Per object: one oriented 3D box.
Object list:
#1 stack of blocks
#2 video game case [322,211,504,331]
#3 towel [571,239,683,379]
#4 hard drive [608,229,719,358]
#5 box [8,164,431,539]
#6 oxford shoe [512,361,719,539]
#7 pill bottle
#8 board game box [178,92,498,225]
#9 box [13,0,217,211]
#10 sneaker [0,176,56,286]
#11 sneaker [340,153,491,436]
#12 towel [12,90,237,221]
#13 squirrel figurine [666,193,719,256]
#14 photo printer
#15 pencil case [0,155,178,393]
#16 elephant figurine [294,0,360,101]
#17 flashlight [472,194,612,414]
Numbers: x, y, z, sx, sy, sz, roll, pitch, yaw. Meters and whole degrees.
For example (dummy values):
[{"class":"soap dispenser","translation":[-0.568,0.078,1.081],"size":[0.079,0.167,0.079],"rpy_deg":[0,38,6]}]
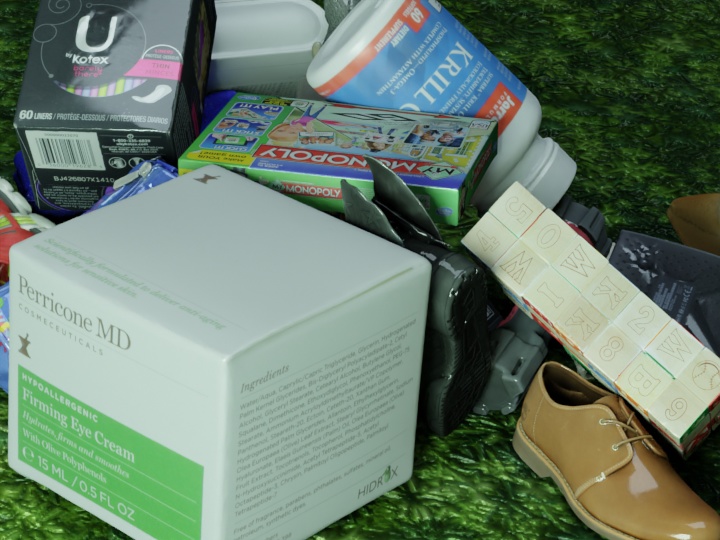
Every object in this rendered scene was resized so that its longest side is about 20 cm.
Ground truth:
[{"class":"stack of blocks","translation":[0.165,0.036,1.521],"size":[0.200,0.059,0.115],"rpy_deg":[43,-2,15]},{"class":"video game case","translation":[0.000,0.000,1.613],"size":[0.200,0.025,0.181],"rpy_deg":[50,35,0]},{"class":"towel","translation":[0.209,0.025,1.721],"size":[0.131,0.035,0.200],"rpy_deg":[1,27,-12]},{"class":"hard drive","translation":[0.264,0.052,1.617],"size":[0.199,0.042,0.135],"rpy_deg":[19,47,9]},{"class":"box","translation":[-0.092,0.061,1.434],"size":[0.198,0.172,0.199],"rpy_deg":[24,32,33]},{"class":"oxford shoe","translation":[0.171,0.126,1.475],"size":[0.071,0.072,0.200],"rpy_deg":[-12,33,-34]},{"class":"pill bottle","translation":[0.065,-0.118,1.669],"size":[0.200,0.112,0.112],"rpy_deg":[41,24,-13]},{"class":"board game box","translation":[-0.013,-0.080,1.564],"size":[0.198,0.029,0.135],"rpy_deg":[7,25,13]},{"class":"box","translation":[-0.182,-0.154,1.693],"size":[0.121,0.106,0.201],"rpy_deg":[2,55,5]},{"class":"sneaker","translation":[-0.278,-0.014,1.660],"size":[0.199,0.077,0.085],"rpy_deg":[27,39,37]},{"class":"sneaker","translation":[0.033,0.021,1.502],"size":[0.104,0.201,0.060],"rpy_deg":[31,56,24]},{"class":"towel","translation":[-0.179,-0.095,1.777],"size":[0.199,0.050,0.148],"rpy_deg":[-19,13,-11]},{"class":"squirrel figurine","translation":[0.383,-0.023,1.776],"size":[0.186,0.142,0.201],"rpy_deg":[3,46,-41]},{"class":"photo printer","translation":[-0.126,-0.163,1.890],"size":[0.199,0.167,0.070],"rpy_deg":[-8,63,-25]},{"class":"pencil case","translation":[-0.187,0.001,1.554],"size":[0.200,0.087,0.078],"rpy_deg":[-41,36,-22]},{"class":"elephant figurine","translation":[-0.003,-0.131,1.775],"size":[0.154,0.201,0.141],"rpy_deg":[19,2,17]},{"class":"flashlight","translation":[0.122,0.026,1.636],"size":[0.068,0.068,0.200],"rpy_deg":[28,47,9]}]
